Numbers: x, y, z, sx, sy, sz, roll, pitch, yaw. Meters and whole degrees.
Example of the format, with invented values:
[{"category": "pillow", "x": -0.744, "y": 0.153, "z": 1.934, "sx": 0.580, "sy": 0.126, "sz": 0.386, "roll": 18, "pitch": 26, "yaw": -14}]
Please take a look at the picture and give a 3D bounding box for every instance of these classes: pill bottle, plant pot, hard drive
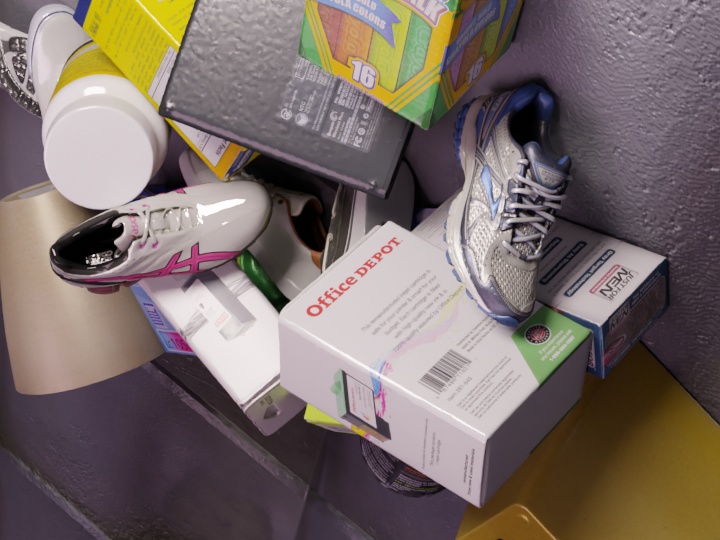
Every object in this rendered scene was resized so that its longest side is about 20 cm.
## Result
[{"category": "pill bottle", "x": 0.077, "y": 0.126, "z": 1.640, "sx": 0.106, "sy": 0.106, "sz": 0.200, "roll": 43, "pitch": 147, "yaw": 7}, {"category": "pill bottle", "x": -0.227, "y": -0.135, "z": 1.612, "sx": 0.114, "sy": 0.200, "sz": 0.115, "roll": -1, "pitch": 113, "yaw": -2}, {"category": "plant pot", "x": 0.201, "y": 0.210, "z": 1.522, "sx": 0.200, "sy": 0.176, "sz": 0.200, "roll": 46, "pitch": 148, "yaw": 1}, {"category": "hard drive", "x": -0.048, "y": -0.156, "z": 1.424, "sx": 0.199, "sy": 0.140, "sz": 0.033, "roll": 21, "pitch": -173, "yaw": 7}, {"category": "plant pot", "x": -0.314, "y": 0.006, "z": 1.918, "sx": 0.187, "sy": 0.187, "sz": 0.201, "roll": -2, "pitch": 110, "yaw": 50}]

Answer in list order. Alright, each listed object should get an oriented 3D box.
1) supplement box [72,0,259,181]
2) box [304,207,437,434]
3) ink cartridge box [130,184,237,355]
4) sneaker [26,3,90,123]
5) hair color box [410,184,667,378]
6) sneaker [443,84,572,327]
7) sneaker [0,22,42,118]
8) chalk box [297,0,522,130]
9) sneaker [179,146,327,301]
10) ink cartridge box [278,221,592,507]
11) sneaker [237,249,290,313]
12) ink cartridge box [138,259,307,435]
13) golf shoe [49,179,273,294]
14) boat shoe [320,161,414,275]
[{"category": "supplement box", "x": -0.134, "y": -0.198, "z": 1.528, "sx": 0.200, "sy": 0.109, "sz": 0.109, "roll": 48, "pitch": 151, "yaw": 3}, {"category": "box", "x": 0.026, "y": 0.046, "z": 1.577, "sx": 0.048, "sy": 0.201, "sz": 0.122, "roll": 23, "pitch": 166, "yaw": -41}, {"category": "ink cartridge box", "x": -0.181, "y": -0.012, "z": 1.821, "sx": 0.136, "sy": 0.076, "sz": 0.200, "roll": 2, "pitch": 125, "yaw": 48}, {"category": "sneaker", "x": -0.278, "y": -0.160, "z": 1.745, "sx": 0.071, "sy": 0.073, "sz": 0.201, "roll": -137, "pitch": 36, "yaw": -57}, {"category": "hair color box", "x": 0.139, "y": 0.006, "z": 1.447, "sx": 0.200, "sy": 0.100, "sz": 0.061, "roll": 22, "pitch": 138, "yaw": 34}, {"category": "sneaker", "x": 0.116, "y": -0.057, "z": 1.350, "sx": 0.077, "sy": 0.201, "sz": 0.085, "roll": 20, "pitch": 148, "yaw": -37}, {"category": "sneaker", "x": -0.349, "y": -0.214, "z": 1.813, "sx": 0.200, "sy": 0.074, "sz": 0.081, "roll": 32, "pitch": -175, "yaw": 2}, {"category": "chalk box", "x": 0.046, "y": -0.228, "z": 1.280, "sx": 0.124, "sy": 0.124, "sz": 0.200, "roll": 32, "pitch": 144, "yaw": 17}, {"category": "sneaker", "x": -0.085, "y": -0.063, "z": 1.681, "sx": 0.200, "sy": 0.073, "sz": 0.085, "roll": 46, "pitch": 117, "yaw": 14}, {"category": "ink cartridge box", "x": 0.055, "y": 0.068, "z": 1.380, "sx": 0.200, "sy": 0.145, "sz": 0.084, "roll": 29, "pitch": 140, "yaw": 25}, {"category": "sneaker", "x": -0.038, "y": 0.041, "z": 1.732, "sx": 0.200, "sy": 0.074, "sz": 0.084, "roll": 46, "pitch": 121, "yaw": 8}, {"category": "ink cartridge box", "x": -0.127, "y": 0.043, "z": 1.644, "sx": 0.200, "sy": 0.085, "sz": 0.146, "roll": 51, "pitch": 176, "yaw": 16}, {"category": "golf shoe", "x": -0.172, "y": -0.029, "z": 1.541, "sx": 0.092, "sy": 0.199, "sz": 0.073, "roll": 30, "pitch": -139, "yaw": -79}, {"category": "boat shoe", "x": 0.000, "y": 0.000, "z": 1.543, "sx": 0.071, "sy": 0.201, "sz": 0.064, "roll": 22, "pitch": 162, "yaw": -33}]
